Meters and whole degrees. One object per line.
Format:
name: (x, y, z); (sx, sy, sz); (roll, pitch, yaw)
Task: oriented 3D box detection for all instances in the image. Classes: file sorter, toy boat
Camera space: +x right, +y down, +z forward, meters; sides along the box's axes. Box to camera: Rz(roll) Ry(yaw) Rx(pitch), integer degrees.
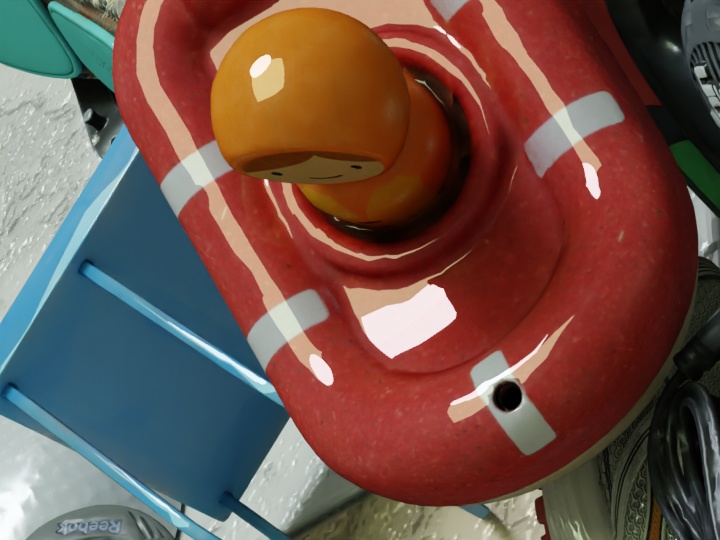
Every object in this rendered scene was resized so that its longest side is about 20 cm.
file sorter: (0.000, 0.000, 0.859); (0.123, 0.139, 0.200); (30, 88, 38)
toy boat: (0.002, -0.033, 0.712); (0.130, 0.131, 0.200); (-35, 71, 13)

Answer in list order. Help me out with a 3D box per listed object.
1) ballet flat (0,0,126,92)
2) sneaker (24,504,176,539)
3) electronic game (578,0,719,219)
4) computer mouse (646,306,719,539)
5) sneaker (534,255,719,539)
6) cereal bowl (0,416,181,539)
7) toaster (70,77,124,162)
ballet flat: (-0.093, -0.101, 0.946); (0.075, 0.068, 0.200); (-42, 33, -18)
sneaker: (-0.054, 0.172, 0.797); (0.074, 0.087, 0.201); (-12, 70, 0)
electronic game: (0.117, -0.049, 0.701); (0.042, 0.200, 0.200); (-42, 29, -13)
computer mouse: (0.143, 0.024, 0.624); (0.200, 0.046, 0.141); (-54, 30, 32)
sneaker: (0.101, 0.086, 0.728); (0.082, 0.078, 0.201); (-23, 54, 36)
cereal bowl: (-0.164, 0.109, 1.053); (0.200, 0.083, 0.201); (-36, 37, 32)
toaster: (-0.022, -0.127, 1.031); (0.200, 0.118, 0.181); (-48, 33, 16)
